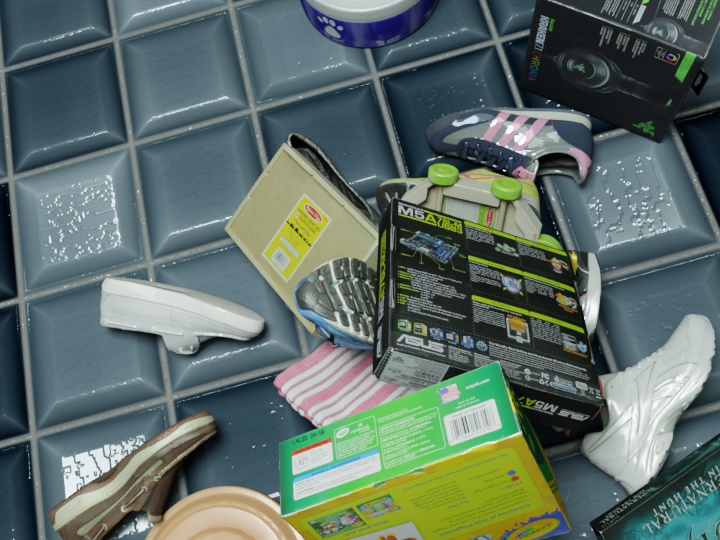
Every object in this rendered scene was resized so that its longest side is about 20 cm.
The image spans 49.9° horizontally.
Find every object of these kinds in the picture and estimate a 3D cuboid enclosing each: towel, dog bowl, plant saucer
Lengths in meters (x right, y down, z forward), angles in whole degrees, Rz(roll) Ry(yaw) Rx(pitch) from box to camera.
[{"bbox_3d":[0.013,0.113,0.791,0.146,0.030,0.199,-39,36,-20],"label":"towel"},{"bbox_3d":[0.009,-0.397,1.006,0.196,0.079,0.204,-2,70,6],"label":"dog bowl"},{"bbox_3d":[-0.143,0.328,0.799,0.196,0.032,0.204,-2,71,5],"label":"plant saucer"}]

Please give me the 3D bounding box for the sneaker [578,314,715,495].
[{"bbox_3d":[0.293,0.121,0.800,0.098,0.078,0.202,29,75,18],"label":"sneaker"}]

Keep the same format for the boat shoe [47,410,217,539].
[{"bbox_3d":[-0.229,0.232,0.827,0.201,0.075,0.075,-35,83,1],"label":"boat shoe"}]

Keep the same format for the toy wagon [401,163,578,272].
[{"bbox_3d":[0.135,-0.027,0.834,0.196,0.158,0.040,14,32,13],"label":"toy wagon"}]

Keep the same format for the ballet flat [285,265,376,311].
[{"bbox_3d":[0.000,0.000,0.855,0.197,0.071,0.066,-8,58,24],"label":"ballet flat"}]

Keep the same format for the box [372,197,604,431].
[{"bbox_3d":[0.110,0.034,0.705,0.196,0.048,0.195,15,40,-12],"label":"box"}]

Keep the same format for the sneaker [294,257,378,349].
[{"bbox_3d":[-0.010,0.049,0.738,0.089,0.199,0.080,-23,69,21],"label":"sneaker"}]

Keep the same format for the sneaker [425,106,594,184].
[{"bbox_3d":[0.174,-0.140,0.904,0.196,0.070,0.084,-1,67,7],"label":"sneaker"}]

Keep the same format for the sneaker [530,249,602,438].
[{"bbox_3d":[0.206,0.068,0.826,0.085,0.081,0.203,9,70,14],"label":"sneaker"}]

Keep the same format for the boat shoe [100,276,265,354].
[{"bbox_3d":[-0.207,0.059,0.883,0.196,0.072,0.070,12,94,3],"label":"boat shoe"}]

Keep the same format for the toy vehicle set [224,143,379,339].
[{"bbox_3d":[-0.062,-0.037,0.851,0.125,0.026,0.200,-52,53,10],"label":"toy vehicle set"}]

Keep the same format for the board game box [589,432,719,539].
[{"bbox_3d":[0.336,0.248,0.746,0.198,0.028,0.137,-32,96,-5],"label":"board game box"}]

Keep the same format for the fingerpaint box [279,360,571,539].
[{"bbox_3d":[0.056,0.180,0.647,0.197,0.168,0.074,-23,42,13],"label":"fingerpaint box"}]

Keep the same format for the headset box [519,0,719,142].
[{"bbox_3d":[0.296,-0.254,0.876,0.197,0.175,0.094,26,74,13],"label":"headset box"}]

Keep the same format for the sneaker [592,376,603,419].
[{"bbox_3d":[0.144,0.082,0.772,0.198,0.086,0.075,28,99,35],"label":"sneaker"}]

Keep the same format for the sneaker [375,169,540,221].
[{"bbox_3d":[0.115,-0.079,0.897,0.196,0.079,0.091,9,38,19],"label":"sneaker"}]

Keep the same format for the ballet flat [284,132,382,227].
[{"bbox_3d":[-0.031,-0.080,0.913,0.066,0.057,0.200,-39,72,-7],"label":"ballet flat"}]
